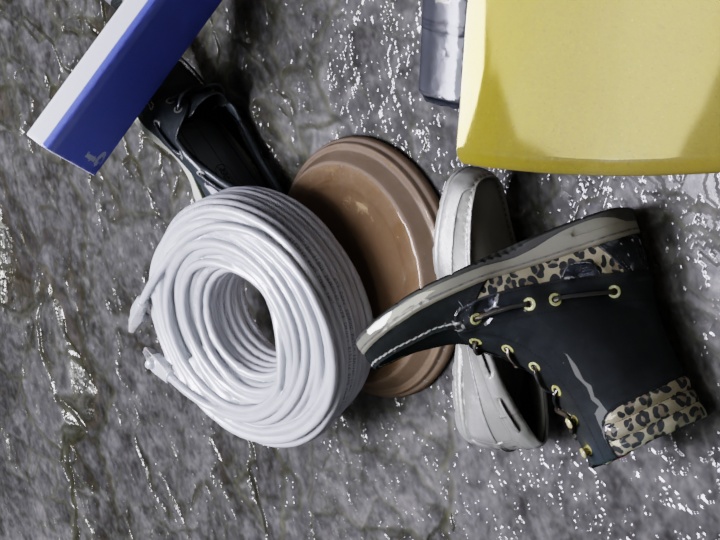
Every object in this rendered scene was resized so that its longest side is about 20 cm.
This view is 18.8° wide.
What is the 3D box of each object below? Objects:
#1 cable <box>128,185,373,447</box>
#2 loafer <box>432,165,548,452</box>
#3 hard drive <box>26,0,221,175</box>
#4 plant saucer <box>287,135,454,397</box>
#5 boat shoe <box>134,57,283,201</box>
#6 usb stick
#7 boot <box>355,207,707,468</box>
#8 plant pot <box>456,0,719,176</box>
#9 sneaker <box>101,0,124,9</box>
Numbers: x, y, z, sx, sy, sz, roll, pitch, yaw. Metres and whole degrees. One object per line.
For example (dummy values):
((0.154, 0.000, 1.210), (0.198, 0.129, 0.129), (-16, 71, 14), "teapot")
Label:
((-0.076, 0.037, 1.646), (0.200, 0.069, 0.200), (43, 134, 21), "cable")
((0.096, 0.027, 1.498), (0.070, 0.070, 0.201), (5, 111, 42), "loafer")
((-0.164, -0.166, 1.630), (0.025, 0.132, 0.200), (36, 90, 10), "hard drive")
((0.000, 0.000, 1.633), (0.200, 0.029, 0.201), (18, 115, 46), "plant saucer")
((-0.123, -0.112, 1.708), (0.200, 0.074, 0.066), (62, 144, 13), "boat shoe")
((0.066, -0.209, 1.486), (0.055, 0.033, 0.201), (23, 118, 46), "usb stick")
((0.112, 0.064, 1.421), (0.203, 0.073, 0.154), (-24, 84, 10), "boot")
((0.188, -0.154, 1.240), (0.176, 0.200, 0.201), (19, 115, 35), "plant pot")
((-0.152, -0.276, 1.708), (0.077, 0.078, 0.200), (42, 135, 12), "sneaker")
